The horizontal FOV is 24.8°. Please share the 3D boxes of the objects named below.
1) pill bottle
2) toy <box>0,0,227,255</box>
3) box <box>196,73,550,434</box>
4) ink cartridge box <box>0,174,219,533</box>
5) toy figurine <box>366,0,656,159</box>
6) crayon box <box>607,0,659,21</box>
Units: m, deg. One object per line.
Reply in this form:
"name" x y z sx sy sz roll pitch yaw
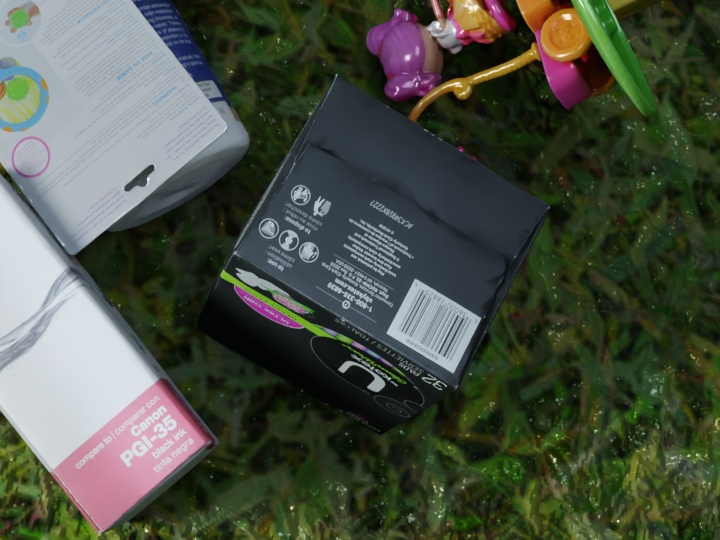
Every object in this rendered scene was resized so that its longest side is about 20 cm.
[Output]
"pill bottle" -0.162 -0.136 1.027 0.110 0.111 0.201 -29 84 -17
"toy" -0.176 -0.120 0.946 0.115 0.047 0.201 -38 83 1
"box" 0.000 0.000 0.982 0.148 0.200 0.125 31 73 -4
"ink cartridge box" -0.176 0.048 0.954 0.083 0.147 0.201 -39 87 -6
"toy figurine" 0.068 -0.146 1.061 0.183 0.150 0.202 -28 62 16
"crayon box" 0.180 -0.248 1.160 0.198 0.051 0.128 -27 83 -18
